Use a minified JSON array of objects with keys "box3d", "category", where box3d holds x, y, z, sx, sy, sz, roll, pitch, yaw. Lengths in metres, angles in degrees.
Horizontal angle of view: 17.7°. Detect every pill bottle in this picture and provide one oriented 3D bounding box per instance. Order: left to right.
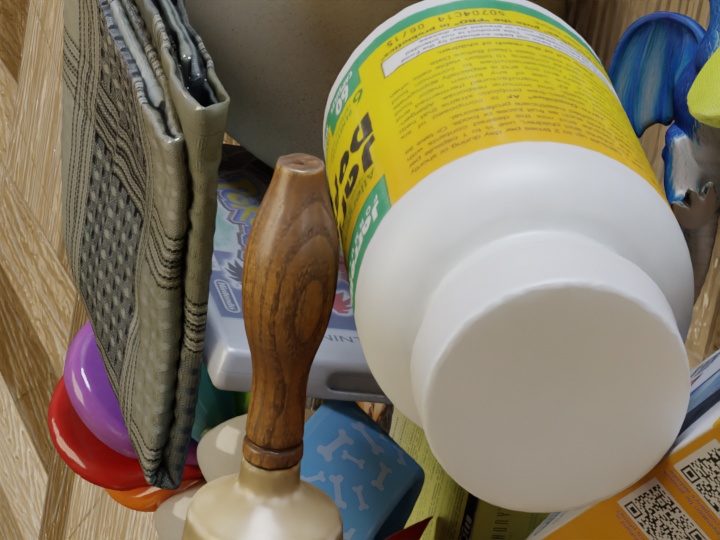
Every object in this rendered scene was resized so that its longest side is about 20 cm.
[{"box3d":[0.050,-0.008,0.785,0.200,0.112,0.113,-102,24,-60],"category":"pill bottle"}]

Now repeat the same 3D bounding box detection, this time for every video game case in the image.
[{"box3d":[0.000,0.000,1.028,0.200,0.181,0.023,-120,42,-56],"category":"video game case"}]

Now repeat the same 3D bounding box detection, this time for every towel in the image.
[{"box3d":[-0.098,-0.040,0.974,0.193,0.034,0.201,-114,27,-50],"category":"towel"}]

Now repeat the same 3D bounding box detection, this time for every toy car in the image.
[{"box3d":[-0.101,0.070,1.328,0.200,0.149,0.176,125,144,-53],"category":"toy car"}]

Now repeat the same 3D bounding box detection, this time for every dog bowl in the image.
[{"box3d":[-0.033,0.145,0.980,0.111,0.049,0.201,-41,-22,-60],"category":"dog bowl"}]

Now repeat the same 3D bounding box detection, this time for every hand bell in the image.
[{"box3d":[-0.031,0.054,0.803,0.104,0.104,0.201,-125,36,-59],"category":"hand bell"}]

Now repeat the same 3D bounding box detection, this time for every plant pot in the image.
[{"box3d":[0.013,-0.105,1.038,0.135,0.200,0.200,64,149,18],"category":"plant pot"}]

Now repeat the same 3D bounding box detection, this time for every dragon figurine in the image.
[{"box3d":[0.130,-0.061,0.870,0.100,0.059,0.201,-114,35,-52],"category":"dragon figurine"}]

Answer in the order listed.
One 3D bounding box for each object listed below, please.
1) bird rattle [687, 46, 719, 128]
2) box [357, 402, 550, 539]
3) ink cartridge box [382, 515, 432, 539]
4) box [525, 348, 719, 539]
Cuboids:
[{"box3d":[0.205,-0.075,0.663,0.200,0.112,0.163,-44,62,29],"category":"bird rattle"},{"box3d":[0.038,0.084,1.099,0.200,0.050,0.076,-129,46,-60],"category":"box"},{"box3d":[-0.016,0.206,0.963,0.200,0.057,0.163,-56,-10,5],"category":"ink cartridge box"},{"box3d":[0.125,0.056,0.786,0.042,0.119,0.200,48,149,1],"category":"box"}]
